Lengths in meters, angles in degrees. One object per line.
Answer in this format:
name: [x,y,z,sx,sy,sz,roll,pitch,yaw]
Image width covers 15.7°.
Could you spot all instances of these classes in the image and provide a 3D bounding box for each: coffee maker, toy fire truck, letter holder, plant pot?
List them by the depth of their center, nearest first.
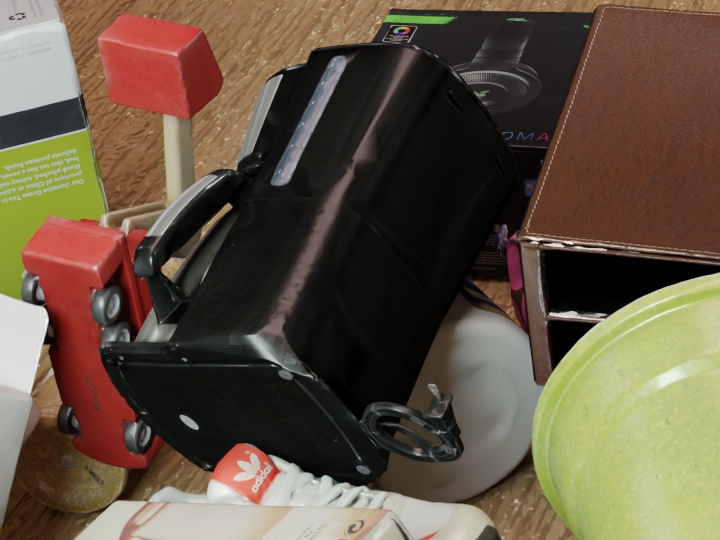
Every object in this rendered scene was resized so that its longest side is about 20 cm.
plant pot: [0.183,0.134,1.153,0.200,0.200,0.184,-7,42,3]
coffee maker: [0.000,0.000,1.282,0.192,0.135,0.200,15,59,20]
toy fire truck: [-0.113,-0.013,1.325,0.049,0.200,0.141,13,46,23]
letter holder: [0.175,-0.037,1.350,0.142,0.101,0.200,4,42,16]

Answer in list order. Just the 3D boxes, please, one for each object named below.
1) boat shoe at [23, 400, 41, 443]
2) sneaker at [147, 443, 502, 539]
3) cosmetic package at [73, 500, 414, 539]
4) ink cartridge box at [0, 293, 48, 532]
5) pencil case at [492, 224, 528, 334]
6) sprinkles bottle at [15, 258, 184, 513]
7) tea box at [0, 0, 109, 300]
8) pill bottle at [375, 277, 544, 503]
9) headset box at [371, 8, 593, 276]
boat shoe: [-0.214,0.063,1.405,0.067,0.057,0.200,-47,14,-6]
sneaker: [-0.027,0.125,1.224,0.200,0.093,0.070,-16,22,46]
cosmetic package: [-0.051,0.165,1.148,0.200,0.103,0.087,-3,36,48]
ink cartridge box: [-0.233,0.100,1.276,0.115,0.200,0.068,16,4,35]
pencil case: [0.181,-0.009,1.464,0.200,0.094,0.091,-15,65,-5]
sprinkles bottle: [-0.135,0.053,1.465,0.068,0.068,0.200,1,32,15]
tea box: [-0.238,-0.090,1.605,0.134,0.197,0.200,-14,31,-8]
pill bottle: [0.010,0.034,1.416,0.111,0.111,0.200,-19,32,-18]
headset box: [0.083,-0.085,1.620,0.174,0.093,0.200,3,31,18]
